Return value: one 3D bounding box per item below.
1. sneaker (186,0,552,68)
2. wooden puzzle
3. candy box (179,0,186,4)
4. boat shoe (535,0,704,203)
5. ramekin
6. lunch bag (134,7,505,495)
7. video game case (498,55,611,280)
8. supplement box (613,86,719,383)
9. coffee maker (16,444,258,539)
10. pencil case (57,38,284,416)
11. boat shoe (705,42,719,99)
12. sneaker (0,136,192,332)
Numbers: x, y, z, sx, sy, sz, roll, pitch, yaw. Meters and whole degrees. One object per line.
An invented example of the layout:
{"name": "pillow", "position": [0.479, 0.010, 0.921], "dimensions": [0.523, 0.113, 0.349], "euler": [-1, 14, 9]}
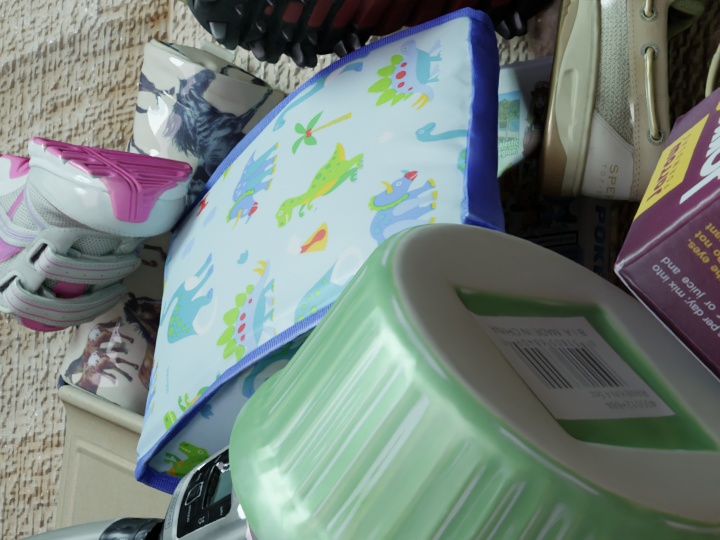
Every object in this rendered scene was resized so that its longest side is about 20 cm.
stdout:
{"name": "sneaker", "position": [-0.002, -0.151, 1.166], "dimensions": [0.071, 0.199, 0.098], "euler": [-53, 55, 48]}
{"name": "wooden puzzle", "position": [-0.099, 0.171, 1.252], "dimensions": [0.185, 0.037, 0.202], "euler": [17, 106, 52]}
{"name": "candy box", "position": [-0.055, -0.211, 1.274], "dimensions": [0.117, 0.056, 0.200], "euler": [-59, 15, 20]}
{"name": "boat shoe", "position": [0.122, -0.123, 1.134], "dimensions": [0.072, 0.064, 0.201], "euler": [90, -171, -67]}
{"name": "ramekin", "position": [0.060, 0.072, 0.947], "dimensions": [0.098, 0.199, 0.200], "euler": [-58, 47, 24]}
{"name": "lunch bag", "position": [0.000, 0.000, 1.127], "dimensions": [0.200, 0.127, 0.171], "euler": [-50, 25, 37]}
{"name": "video game case", "position": [0.041, -0.003, 1.223], "dimensions": [0.199, 0.022, 0.184], "euler": [-7, 77, 47]}
{"name": "supplement box", "position": [0.209, -0.049, 0.954], "dimensions": [0.200, 0.103, 0.131], "euler": [-40, 12, 33]}
{"name": "coffee maker", "position": [-0.063, 0.166, 1.098], "dimensions": [0.199, 0.192, 0.135], "euler": [-22, 54, 26]}
{"name": "pencil case", "position": [-0.099, -0.022, 1.333], "dimensions": [0.089, 0.077, 0.201], "euler": [-150, 75, -75]}
{"name": "boat shoe", "position": [0.199, -0.152, 1.055], "dimensions": [0.073, 0.063, 0.202], "euler": [31, 105, 45]}
{"name": "sneaker", "position": [-0.139, -0.014, 1.246], "dimensions": [0.200, 0.081, 0.089], "euler": [172, 106, -69]}
